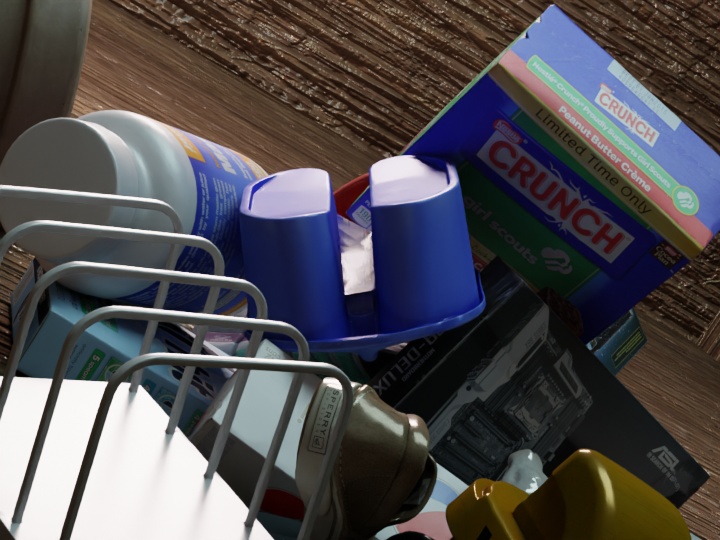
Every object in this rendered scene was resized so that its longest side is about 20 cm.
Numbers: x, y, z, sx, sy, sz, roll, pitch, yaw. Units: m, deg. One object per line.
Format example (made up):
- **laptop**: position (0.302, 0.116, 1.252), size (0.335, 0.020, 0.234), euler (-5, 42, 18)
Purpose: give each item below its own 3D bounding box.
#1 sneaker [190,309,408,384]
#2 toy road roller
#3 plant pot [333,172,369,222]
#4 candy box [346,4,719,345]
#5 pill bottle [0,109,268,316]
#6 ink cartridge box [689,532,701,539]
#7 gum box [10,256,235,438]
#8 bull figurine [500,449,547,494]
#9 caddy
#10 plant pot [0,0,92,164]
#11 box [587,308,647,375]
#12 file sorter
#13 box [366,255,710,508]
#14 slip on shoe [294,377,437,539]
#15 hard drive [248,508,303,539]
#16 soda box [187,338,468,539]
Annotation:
- **sneaker**: position (-0.023, 0.039, 1.767), size (0.199, 0.088, 0.074), euler (5, -36, 26)
- **toy road roller**: position (0.103, 0.181, 1.346), size (0.123, 0.146, 0.200), euler (32, 20, -42)
- **plant pot**: position (0.040, 0.057, 1.942), size (0.177, 0.200, 0.200), euler (41, 2, -30)
- **candy box**: position (0.113, -0.043, 1.699), size (0.169, 0.200, 0.077), euler (42, 49, -3)
- **pill bottle**: position (-0.133, -0.035, 1.651), size (0.112, 0.112, 0.200), euler (37, 7, 24)
- **ink cartridge box**: position (0.179, 0.239, 1.439), size (0.084, 0.146, 0.200), euler (29, 9, -38)
- **gum box**: position (-0.115, 0.070, 1.657), size (0.200, 0.045, 0.170), euler (31, 7, -14)
- **bull figurine**: position (0.152, 0.190, 1.608), size (0.200, 0.065, 0.121), euler (47, 12, 20)
- **caddy**: position (0.000, 0.000, 1.615), size (0.141, 0.105, 0.200), euler (-6, 12, 1)
- **plant pot**: position (-0.293, -0.151, 1.894), size (0.174, 0.201, 0.200), euler (11, 14, -18)
- **box**: position (0.124, 0.027, 1.887), size (0.200, 0.038, 0.137), euler (-37, 108, -57)
- **file sorter**: position (-0.113, 0.055, 1.304), size (0.138, 0.125, 0.200), euler (5, 23, -33)
- **box**: position (0.096, 0.114, 1.694), size (0.200, 0.158, 0.050), euler (46, 1, -27)
- **slip on shoe**: position (0.007, 0.106, 1.384), size (0.060, 0.076, 0.200), euler (14, -21, 7)
- **hard drive**: position (-0.039, 0.166, 1.407), size (0.139, 0.033, 0.200), euler (38, 8, 31)
- **soda box**: position (0.000, 0.131, 1.550), size (0.200, 0.068, 0.064), euler (36, -37, -4)
